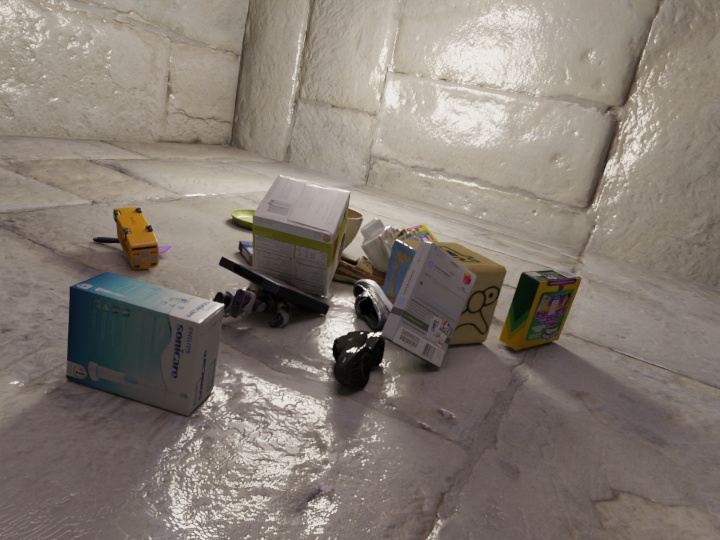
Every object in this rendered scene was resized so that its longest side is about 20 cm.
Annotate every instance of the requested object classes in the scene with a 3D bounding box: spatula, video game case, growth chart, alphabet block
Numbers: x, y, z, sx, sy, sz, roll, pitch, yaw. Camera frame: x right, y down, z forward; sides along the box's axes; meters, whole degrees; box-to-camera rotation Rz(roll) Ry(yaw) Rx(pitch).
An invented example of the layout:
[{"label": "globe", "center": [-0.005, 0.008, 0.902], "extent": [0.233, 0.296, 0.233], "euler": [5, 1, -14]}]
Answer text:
[{"label": "spatula", "center": [-0.580, -0.065, 1.322], "extent": [0.196, 0.021, 0.057], "euler": [11, 21, -2]}, {"label": "video game case", "center": [-0.186, 0.034, 1.147], "extent": [0.179, 0.026, 0.199], "euler": [24, -4, 32]}, {"label": "growth chart", "center": [0.129, -0.057, 1.463], "extent": [0.018, 0.147, 0.199], "euler": [-27, -6, 37]}, {"label": "alphabet block", "center": [0.185, 0.049, 1.213], "extent": [0.197, 0.199, 0.196], "euler": [2, 21, -33]}]

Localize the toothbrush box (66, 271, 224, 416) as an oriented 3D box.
[{"label": "toothbrush box", "center": [-0.312, 0.103, 0.758], "extent": [0.197, 0.149, 0.085], "euler": [14, 17, 8]}]

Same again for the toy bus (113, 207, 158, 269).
[{"label": "toy bus", "center": [-0.546, -0.085, 1.261], "extent": [0.064, 0.079, 0.200], "euler": [-10, 34, -33]}]

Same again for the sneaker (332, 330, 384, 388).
[{"label": "sneaker", "center": [-0.017, 0.158, 0.951], "extent": [0.089, 0.077, 0.200], "euler": [7, 8, 17]}]

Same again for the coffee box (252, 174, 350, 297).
[{"label": "coffee box", "center": [-0.147, -0.088, 1.311], "extent": [0.196, 0.200, 0.201], "euler": [13, 40, 5]}]

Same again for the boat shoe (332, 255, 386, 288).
[{"label": "boat shoe", "center": [0.000, 0.000, 1.437], "extent": [0.196, 0.075, 0.076], "euler": [11, 17, -5]}]

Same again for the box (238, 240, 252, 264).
[{"label": "box", "center": [-0.238, -0.047, 1.491], "extent": [0.197, 0.033, 0.121], "euler": [1, 21, -29]}]

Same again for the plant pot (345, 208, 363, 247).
[{"label": "plant pot", "center": [-0.097, -0.130, 1.681], "extent": [0.197, 0.137, 0.201], "euler": [11, 16, -3]}]

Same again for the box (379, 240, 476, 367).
[{"label": "box", "center": [0.137, 0.068, 1.017], "extent": [0.155, 0.203, 0.041], "euler": [31, -10, -38]}]

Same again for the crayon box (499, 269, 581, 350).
[{"label": "crayon box", "center": [0.435, 0.091, 1.257], "extent": [0.198, 0.175, 0.058], "euler": [-2, 25, -41]}]

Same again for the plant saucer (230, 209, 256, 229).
[{"label": "plant saucer", "center": [-0.355, -0.173, 1.815], "extent": [0.196, 0.032, 0.200], "euler": [12, 18, -4]}]

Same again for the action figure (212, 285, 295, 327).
[{"label": "action figure", "center": [-0.216, 0.071, 1.070], "extent": [0.128, 0.071, 0.199], "euler": [13, 1, 24]}]

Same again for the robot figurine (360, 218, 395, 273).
[{"label": "robot figurine", "center": [0.078, -0.052, 1.508], "extent": [0.112, 0.202, 0.170], "euler": [-33, 8, 3]}]

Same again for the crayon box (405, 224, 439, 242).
[{"label": "crayon box", "center": [0.206, -0.057, 1.666], "extent": [0.173, 0.058, 0.199], "euler": [52, 28, 10]}]

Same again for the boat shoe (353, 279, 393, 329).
[{"label": "boat shoe", "center": [0.018, 0.079, 1.217], "extent": [0.067, 0.073, 0.200], "euler": [4, 26, -29]}]
